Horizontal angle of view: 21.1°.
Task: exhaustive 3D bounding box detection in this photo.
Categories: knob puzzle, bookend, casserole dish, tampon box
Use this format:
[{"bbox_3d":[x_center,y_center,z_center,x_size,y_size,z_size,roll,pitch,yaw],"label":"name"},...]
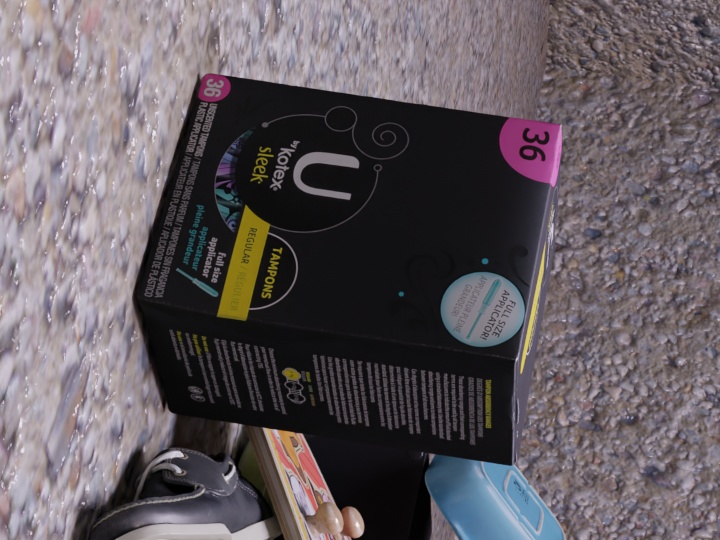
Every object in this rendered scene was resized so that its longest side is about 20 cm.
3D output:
[{"bbox_3d":[-0.024,0.136,1.177,0.220,0.030,0.220,-25,90,-87],"label":"knob puzzle"},{"bbox_3d":[-0.014,0.235,1.351,0.200,0.092,0.199,83,19,-66],"label":"bookend"},{"bbox_3d":[0.099,0.169,1.324,0.039,0.121,0.200,-38,178,7],"label":"casserole dish"},{"bbox_3d":[0.000,0.000,1.046,0.126,0.199,0.150,84,16,-59],"label":"tampon box"}]

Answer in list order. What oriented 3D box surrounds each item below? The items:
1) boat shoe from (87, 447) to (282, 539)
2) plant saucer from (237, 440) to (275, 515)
[{"bbox_3d":[-0.101,0.129,1.023,0.068,0.072,0.200,63,11,10],"label":"boat shoe"},{"bbox_3d":[-0.071,0.192,1.340,0.200,0.031,0.201,8,90,-81],"label":"plant saucer"}]
